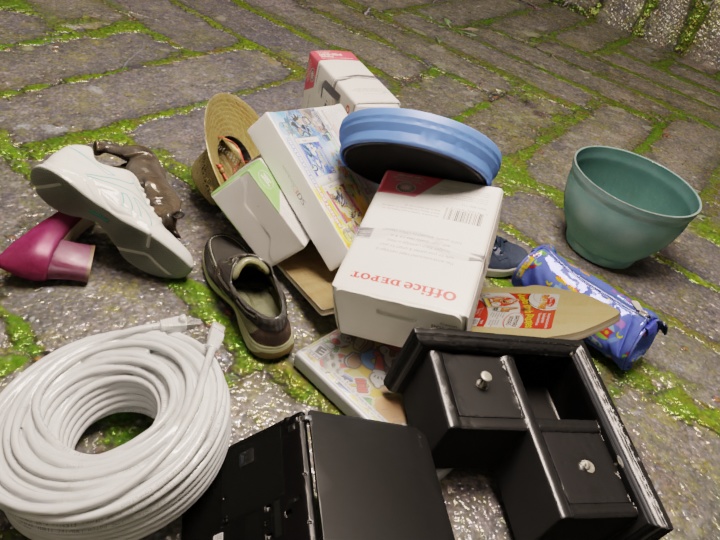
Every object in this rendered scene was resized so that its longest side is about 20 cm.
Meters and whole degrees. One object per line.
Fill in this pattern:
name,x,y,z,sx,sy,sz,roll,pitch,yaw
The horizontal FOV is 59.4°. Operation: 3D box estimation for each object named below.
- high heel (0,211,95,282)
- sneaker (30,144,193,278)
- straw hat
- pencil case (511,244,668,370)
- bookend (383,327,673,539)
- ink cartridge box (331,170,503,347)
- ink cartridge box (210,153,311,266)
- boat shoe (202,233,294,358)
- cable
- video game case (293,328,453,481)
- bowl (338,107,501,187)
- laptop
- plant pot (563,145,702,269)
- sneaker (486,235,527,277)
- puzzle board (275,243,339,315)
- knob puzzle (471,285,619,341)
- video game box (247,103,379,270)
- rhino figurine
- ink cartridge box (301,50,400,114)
high heel,-0.360,-0.070,0.747,0.095,0.068,0.201,10,40,-25
sneaker,-0.268,-0.071,0.727,0.200,0.070,0.081,42,41,-19
straw hat,-0.187,-0.137,0.877,0.085,0.202,0.202,-20,30,23
pencil case,0.297,0.042,0.836,0.078,0.087,0.200,-24,52,-36
bookend,0.143,0.164,0.592,0.198,0.092,0.200,7,45,-18
ink cartridge box,0.068,-0.012,0.710,0.145,0.083,0.201,12,50,15
ink cartridge box,-0.099,-0.104,0.832,0.117,0.067,0.200,54,27,-16
boat shoe,-0.129,0.012,0.733,0.071,0.066,0.201,-10,44,-29
cable,-0.209,0.131,0.531,0.198,0.070,0.201,-6,38,-7
video game case,0.057,0.121,0.700,0.200,0.023,0.181,38,42,27
bowl,0.068,-0.134,0.763,0.199,0.201,0.040,14,82,2
laptop,-0.036,0.217,0.507,0.199,0.103,0.178,-28,39,12
plant pot,0.408,-0.089,1.001,0.199,0.135,0.201,10,38,-8
sneaker,0.154,-0.054,0.905,0.198,0.085,0.075,13,37,-4
puzzle board,0.000,0.000,0.821,0.199,0.018,0.151,-10,34,-31
knob puzzle,0.201,0.060,0.751,0.218,0.031,0.220,-5,14,1
video game box,-0.031,-0.115,0.819,0.201,0.047,0.182,59,30,1
rhino figurine,-0.282,-0.099,0.823,0.087,0.060,0.200,-5,45,-37
ink cartridge box,-0.024,-0.253,1.041,0.084,0.146,0.200,-8,42,-27
